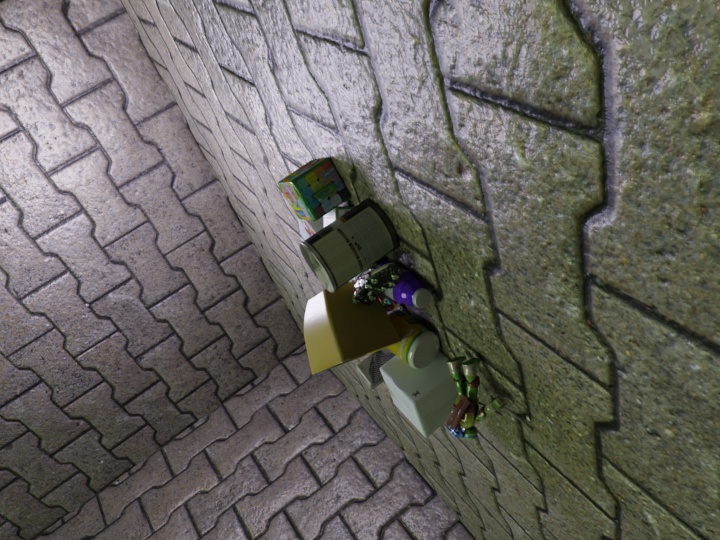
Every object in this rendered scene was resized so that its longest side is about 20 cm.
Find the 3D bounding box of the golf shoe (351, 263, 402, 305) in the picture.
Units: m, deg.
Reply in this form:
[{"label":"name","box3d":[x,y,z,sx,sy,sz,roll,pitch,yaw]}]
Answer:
[{"label":"golf shoe","box3d":[0.033,0.015,1.516,0.200,0.077,0.089,-39,45,51]}]

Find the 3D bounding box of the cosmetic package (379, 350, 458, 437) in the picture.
[{"label":"cosmetic package","box3d":[0.185,0.335,1.748,0.167,0.166,0.200,43,162,40]}]

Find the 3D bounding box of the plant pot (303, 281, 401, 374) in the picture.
[{"label":"plant pot","box3d":[-0.046,0.145,1.638,0.194,0.195,0.201,-33,76,55]}]

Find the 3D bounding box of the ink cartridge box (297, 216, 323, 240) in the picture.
[{"label":"ink cartridge box","box3d":[-0.116,-0.113,1.894,0.176,0.084,0.200,53,166,16]}]

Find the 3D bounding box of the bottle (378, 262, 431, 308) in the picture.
[{"label":"bottle","box3d":[0.106,0.040,1.524,0.200,0.065,0.084,31,122,58]}]

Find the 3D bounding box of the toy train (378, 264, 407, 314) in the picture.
[{"label":"toy train","box3d":[0.082,0.067,1.707,0.150,0.056,0.200,49,164,25]}]

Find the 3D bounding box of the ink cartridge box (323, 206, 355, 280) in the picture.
[{"label":"ink cartridge box","box3d":[-0.057,-0.075,1.657,0.104,0.059,0.201,-165,73,-68]}]

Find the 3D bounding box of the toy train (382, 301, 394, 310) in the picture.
[{"label":"toy train","box3d":[0.035,0.138,1.900,0.085,0.115,0.200,51,165,16]}]

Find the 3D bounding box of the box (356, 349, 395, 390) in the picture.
[{"label":"box","box3d":[0.088,0.272,1.851,0.082,0.200,0.068,48,164,22]}]

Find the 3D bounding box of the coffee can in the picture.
[{"label":"coffee can","box3d":[-0.028,-0.061,1.481,0.147,0.200,0.147,50,165,19]}]

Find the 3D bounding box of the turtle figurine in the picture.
[{"label":"turtle figurine","box3d":[0.298,0.307,1.499,0.144,0.199,0.195,-46,-57,-82]}]

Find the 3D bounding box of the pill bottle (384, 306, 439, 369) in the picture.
[{"label":"pill bottle","box3d":[0.115,0.180,1.694,0.200,0.113,0.113,32,154,42]}]

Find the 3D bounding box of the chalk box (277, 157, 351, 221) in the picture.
[{"label":"chalk box","box3d":[-0.118,-0.214,1.595,0.124,0.125,0.200,59,164,-16]}]

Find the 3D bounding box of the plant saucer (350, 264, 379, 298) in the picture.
[{"label":"plant saucer","box3d":[0.000,0.000,1.699,0.200,0.050,0.201,169,90,-78]}]
